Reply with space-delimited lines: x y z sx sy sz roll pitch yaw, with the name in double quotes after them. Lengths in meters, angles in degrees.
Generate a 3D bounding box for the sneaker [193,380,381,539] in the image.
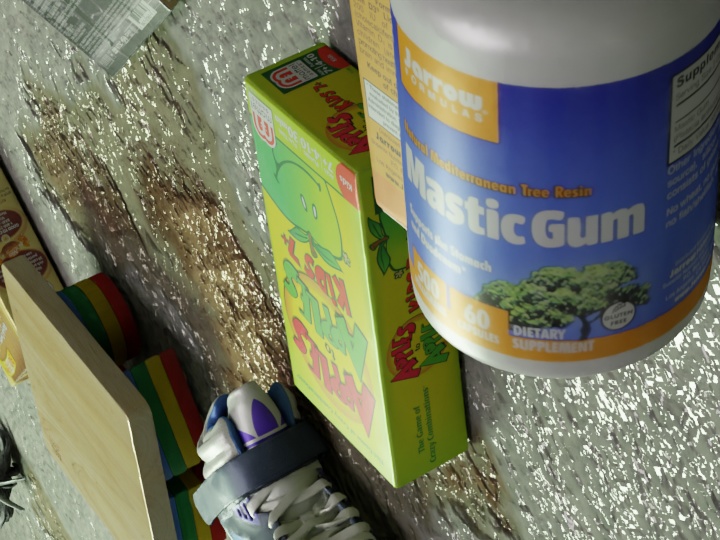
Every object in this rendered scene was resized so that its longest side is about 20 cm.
-0.041 0.140 1.193 0.147 0.080 0.200 67 164 -18 "sneaker"

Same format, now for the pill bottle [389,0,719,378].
0.066 -0.070 0.676 0.112 0.112 0.201 44 152 41 "pill bottle"

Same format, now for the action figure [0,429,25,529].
-0.417 0.202 2.091 0.200 0.102 0.119 32 131 55 "action figure"

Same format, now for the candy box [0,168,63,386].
-0.301 -0.012 1.646 0.201 0.055 0.115 63 158 3 "candy box"

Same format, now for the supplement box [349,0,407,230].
0.038 -0.102 0.767 0.069 0.066 0.201 40 149 45 "supplement box"

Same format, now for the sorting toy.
-0.173 0.105 1.471 0.200 0.069 0.199 44 151 41 "sorting toy"

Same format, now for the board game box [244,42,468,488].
0.000 0.000 0.990 0.102 0.047 0.201 42 149 43 "board game box"

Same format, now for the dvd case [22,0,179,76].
-0.199 -0.199 1.157 0.200 0.016 0.149 40 161 -9 "dvd case"
